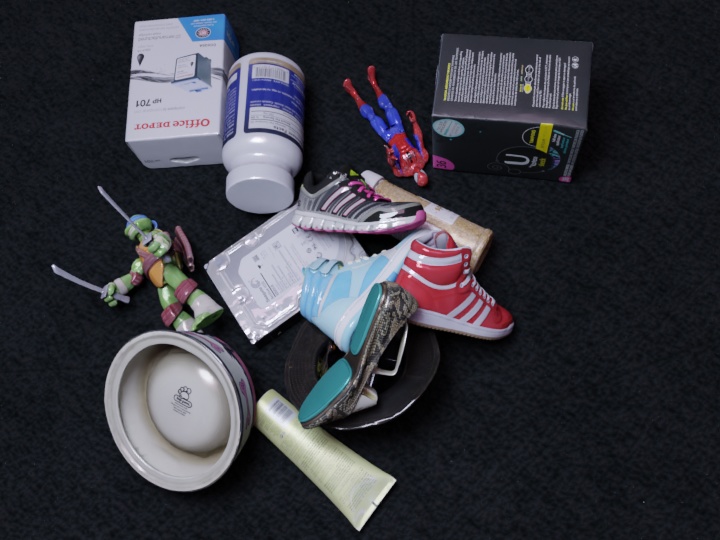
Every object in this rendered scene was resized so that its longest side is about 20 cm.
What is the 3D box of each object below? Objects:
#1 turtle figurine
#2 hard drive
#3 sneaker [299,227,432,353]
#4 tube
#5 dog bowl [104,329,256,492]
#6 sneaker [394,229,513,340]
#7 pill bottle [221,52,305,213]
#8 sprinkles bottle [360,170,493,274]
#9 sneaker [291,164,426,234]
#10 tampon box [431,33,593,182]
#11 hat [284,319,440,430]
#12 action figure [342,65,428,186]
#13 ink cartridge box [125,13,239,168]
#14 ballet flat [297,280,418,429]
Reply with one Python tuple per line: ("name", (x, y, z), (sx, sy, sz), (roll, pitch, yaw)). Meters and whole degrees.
("turtle figurine", (-0.286, 0.017, 1.043), (0.144, 0.200, 0.195), (-41, 80, 8))
("hard drive", (-0.100, -0.006, 1.094), (0.198, 0.038, 0.141), (-34, 70, -4))
("sneaker", (0.000, 0.000, 1.008), (0.129, 0.080, 0.200), (28, 60, 31))
("tube", (-0.055, 0.233, 1.004), (0.199, 0.059, 0.052), (37, 34, 14))
("dog bowl", (-0.218, 0.166, 0.992), (0.196, 0.074, 0.204), (3, 99, 21))
("sneaker", (0.128, 0.016, 0.979), (0.071, 0.197, 0.114), (33, 107, 53))
("pill bottle", (-0.135, -0.191, 1.110), (0.113, 0.116, 0.204), (-2, 65, 6))
("sprinkles bottle", (0.079, -0.065, 1.075), (0.198, 0.068, 0.069), (28, 76, 14))
("sneaker", (-0.005, -0.092, 1.018), (0.197, 0.073, 0.089), (5, 93, 35))
("tampon box", (0.199, -0.216, 1.069), (0.196, 0.150, 0.129), (6, 71, 9))
("hat", (0.006, 0.131, 1.005), (0.196, 0.082, 0.203), (-8, 50, 9))
("action figure", (0.041, -0.210, 1.117), (0.065, 0.099, 0.202), (-29, 73, -3))
("ink cartridge box", (-0.260, -0.266, 1.176), (0.143, 0.086, 0.204), (-4, 69, 6))
("ballet flat", (0.006, 0.110, 0.911), (0.074, 0.068, 0.202), (27, 100, -20))
